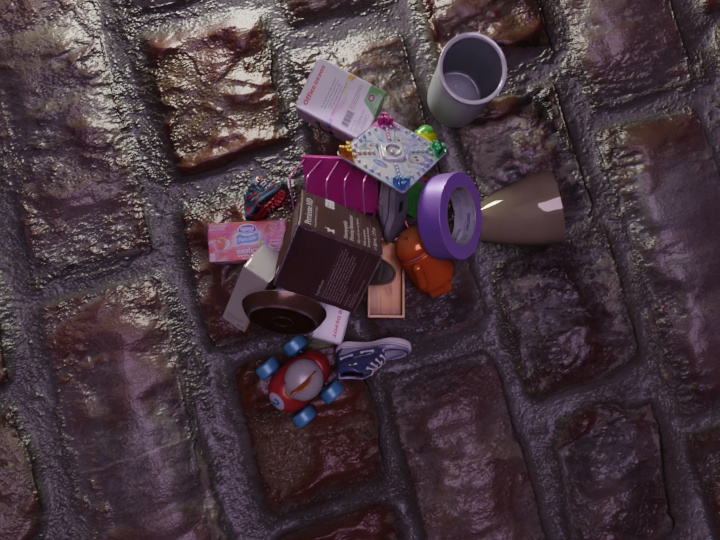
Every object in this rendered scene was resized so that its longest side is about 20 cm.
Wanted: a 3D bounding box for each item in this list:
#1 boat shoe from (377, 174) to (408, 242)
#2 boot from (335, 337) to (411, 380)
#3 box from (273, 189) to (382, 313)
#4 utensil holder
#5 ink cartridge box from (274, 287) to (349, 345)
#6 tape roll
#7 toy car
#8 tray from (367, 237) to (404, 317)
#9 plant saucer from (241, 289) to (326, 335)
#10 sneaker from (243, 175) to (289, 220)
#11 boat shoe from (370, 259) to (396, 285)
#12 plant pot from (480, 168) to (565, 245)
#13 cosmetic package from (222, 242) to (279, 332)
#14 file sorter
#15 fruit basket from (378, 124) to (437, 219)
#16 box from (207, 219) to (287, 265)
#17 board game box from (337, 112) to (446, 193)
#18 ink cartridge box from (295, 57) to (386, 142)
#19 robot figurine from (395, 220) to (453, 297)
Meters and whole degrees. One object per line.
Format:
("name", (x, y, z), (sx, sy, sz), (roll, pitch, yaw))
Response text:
("boat shoe", (0.071, -0.155, 1.367), (0.065, 0.202, 0.072), (38, 63, 25))
("boot", (0.034, 0.229, 1.402), (0.194, 0.074, 0.092), (-6, 45, 3))
("box", (-0.072, -0.043, 1.247), (0.196, 0.167, 0.166), (19, 120, -15))
("utensil holder", (0.259, -0.470, 1.410), (0.165, 0.200, 0.175), (0, 86, -4))
("ink cartridge box", (-0.124, 0.090, 1.410), (0.195, 0.084, 0.150), (16, 89, -3))
("tape roll", (0.216, -0.129, 1.330), (0.065, 0.198, 0.206), (1, 85, 40))
("toy car", (-0.150, 0.272, 1.341), (0.176, 0.200, 0.186), (-39, 89, -5))
("tray", (0.066, 0.019, 1.451), (0.096, 0.037, 0.206), (1, 87, -3))
("plant saucer", (-0.175, 0.104, 1.270), (0.195, 0.201, 0.035), (6, 62, -3))
("sneaker", (-0.244, -0.192, 1.372), (0.078, 0.198, 0.098), (-10, 82, -38))
("boat shoe", (0.000, 0.000, 1.408), (0.195, 0.068, 0.074), (8, 82, 18))
("plant pot", (0.395, -0.143, 1.422), (0.195, 0.187, 0.193), (-12, 87, 8))
("cosmetic package", (-0.256, 0.043, 1.343), (0.072, 0.201, 0.104), (33, 43, -1))
("file sorter", (-0.062, -0.187, 1.357), (0.195, 0.126, 0.142), (6, 124, 15))
("fruit basket", (0.131, -0.267, 1.415), (0.209, 0.156, 0.221), (3, 110, 9))
("box", (-0.277, -0.069, 1.404), (0.194, 0.100, 0.098), (-4, 87, -3))
("board game box", (0.078, -0.288, 1.327), (0.198, 0.026, 0.200), (32, 55, 20))
("ink cartridge box", (-0.051, -0.429, 1.446), (0.196, 0.084, 0.148), (26, 85, -2))
("robot figurine", (0.161, -0.028, 1.401), (0.144, 0.116, 0.202), (-46, 115, -22))
